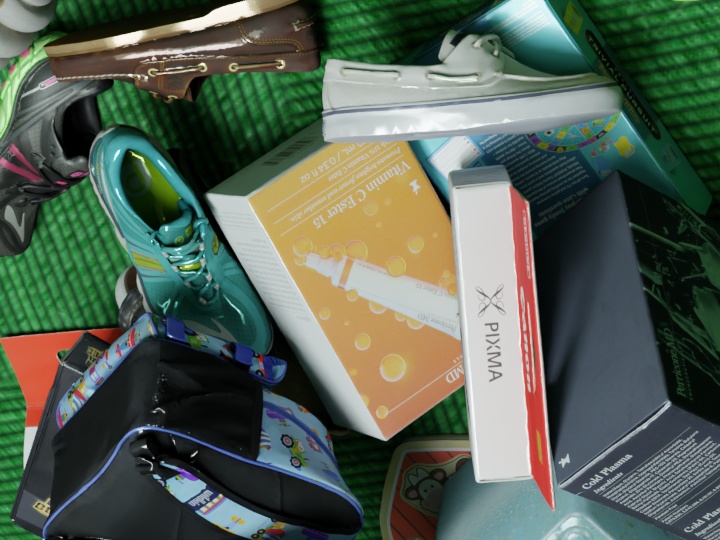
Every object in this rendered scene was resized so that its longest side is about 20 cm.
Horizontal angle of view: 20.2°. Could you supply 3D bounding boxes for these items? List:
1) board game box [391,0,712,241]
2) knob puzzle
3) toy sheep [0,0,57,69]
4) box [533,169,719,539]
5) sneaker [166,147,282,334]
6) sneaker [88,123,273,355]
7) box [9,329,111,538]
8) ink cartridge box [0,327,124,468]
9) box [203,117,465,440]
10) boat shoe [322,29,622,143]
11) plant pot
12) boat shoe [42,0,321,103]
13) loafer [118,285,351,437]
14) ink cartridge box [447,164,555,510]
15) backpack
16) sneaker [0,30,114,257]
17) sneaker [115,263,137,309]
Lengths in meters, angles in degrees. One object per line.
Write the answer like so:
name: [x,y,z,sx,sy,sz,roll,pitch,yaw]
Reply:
board game box: [0.123,-0.088,1.396,0.151,0.047,0.200,-29,103,31]
knob puzzle: [0.096,0.211,1.577,0.219,0.030,0.220,10,120,18]
toy sheep: [-0.286,-0.202,1.453,0.200,0.138,0.138,-18,109,22]
box: [0.214,0.066,1.314,0.182,0.200,0.104,23,130,-29]
sneaker: [-0.073,-0.025,1.507,0.200,0.071,0.083,41,103,0]
sneaker: [-0.130,-0.013,1.430,0.077,0.080,0.200,-35,99,-11]
box: [-0.161,0.168,1.579,0.200,0.050,0.199,28,133,3]
ink cartridge box: [-0.207,0.146,1.655,0.160,0.047,0.200,-5,117,25]
box: [0.000,0.000,1.430,0.200,0.124,0.097,60,162,-15]
boat shoe: [0.071,-0.125,1.331,0.200,0.071,0.070,-3,88,14]
plant pot: [0.168,0.200,1.423,0.196,0.200,0.196,42,114,-2]
boat shoe: [-0.127,-0.153,1.437,0.200,0.070,0.070,-8,110,16]
loafer: [-0.085,0.066,1.503,0.200,0.072,0.073,22,106,-23]
ink cartridge box: [0.089,0.041,1.319,0.045,0.176,0.200,-5,99,0]
backpack: [-0.102,0.140,1.420,0.200,0.135,0.183,20,136,-24]
sneaker: [-0.242,-0.083,1.531,0.084,0.077,0.200,31,125,9]
sneaker: [-0.133,0.087,1.579,0.200,0.073,0.085,51,134,-2]
